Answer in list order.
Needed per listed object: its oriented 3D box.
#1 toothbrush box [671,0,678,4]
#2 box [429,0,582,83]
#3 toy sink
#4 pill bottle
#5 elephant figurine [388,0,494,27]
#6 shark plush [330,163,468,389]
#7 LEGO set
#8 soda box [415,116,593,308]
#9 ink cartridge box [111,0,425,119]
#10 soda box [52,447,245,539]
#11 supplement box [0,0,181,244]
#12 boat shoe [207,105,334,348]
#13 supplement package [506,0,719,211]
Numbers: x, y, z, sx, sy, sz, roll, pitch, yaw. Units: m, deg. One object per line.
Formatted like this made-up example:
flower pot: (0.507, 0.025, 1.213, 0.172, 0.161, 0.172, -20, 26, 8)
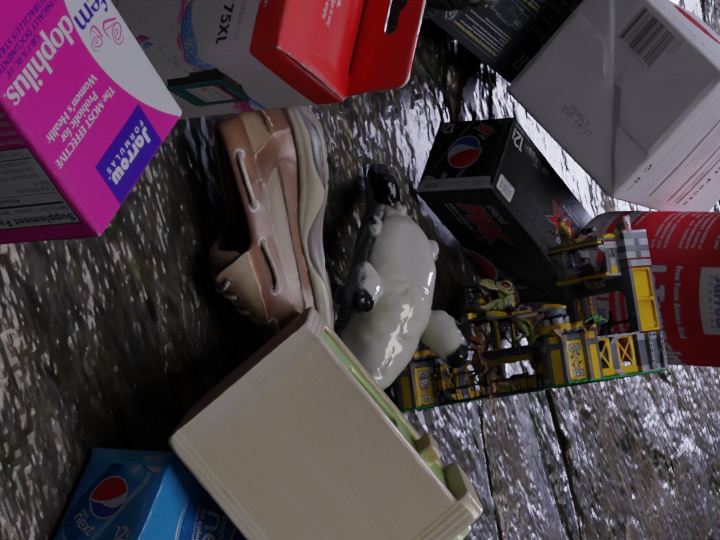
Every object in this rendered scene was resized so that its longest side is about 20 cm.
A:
toothbrush box: (0.190, -0.300, 1.529, 0.200, 0.086, 0.146, 56, 47, -33)
box: (0.124, -0.225, 1.393, 0.160, 0.044, 0.200, -49, 139, 10)
toy sink: (-0.003, 0.130, 1.115, 0.200, 0.112, 0.130, 51, 2, -2)
pill bottle: (0.258, 0.014, 1.386, 0.112, 0.199, 0.113, -2, 93, -53)
elephant figurine: (0.055, -0.211, 1.189, 0.155, 0.141, 0.201, 13, 61, -41)
shark plush: (0.000, 0.000, 1.255, 0.091, 0.083, 0.201, 20, 44, -35)
LEGO set: (0.111, 0.025, 1.322, 0.153, 0.199, 0.117, -5, 83, -40)
soda box: (0.123, -0.030, 1.431, 0.200, 0.070, 0.064, 47, 53, -42)
ink cartridge box: (-0.060, -0.155, 1.085, 0.067, 0.199, 0.117, 34, 61, -47)
soda box: (-0.088, 0.183, 1.135, 0.200, 0.068, 0.064, 48, 52, -40)
supplement box: (-0.195, -0.118, 0.985, 0.200, 0.103, 0.101, 59, 44, -35)
boat shoe: (-0.061, -0.006, 1.195, 0.071, 0.076, 0.201, -7, 105, -20)
supplement package: (0.221, -0.126, 1.437, 0.121, 0.120, 0.200, 48, 17, 21)
